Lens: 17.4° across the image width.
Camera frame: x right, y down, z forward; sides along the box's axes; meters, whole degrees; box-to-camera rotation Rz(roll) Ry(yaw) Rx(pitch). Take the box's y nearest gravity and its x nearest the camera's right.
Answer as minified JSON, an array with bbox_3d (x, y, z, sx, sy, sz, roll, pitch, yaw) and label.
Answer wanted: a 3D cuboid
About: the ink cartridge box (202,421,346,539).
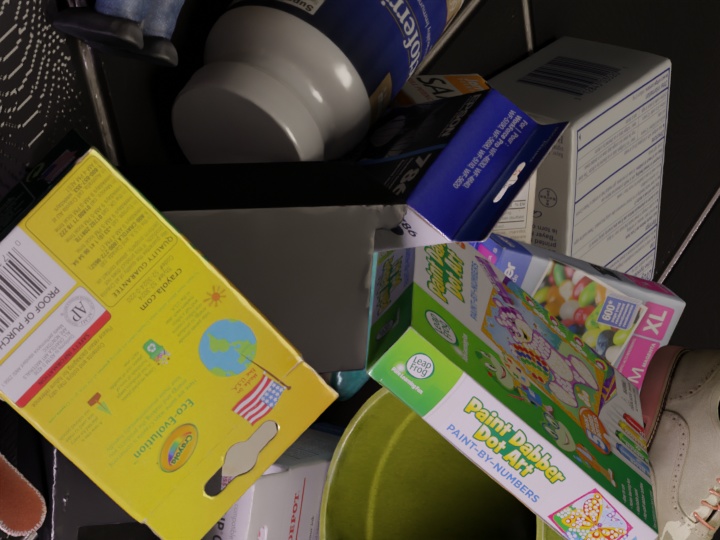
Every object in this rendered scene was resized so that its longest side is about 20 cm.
[{"bbox_3d":[-0.055,0.174,1.601,0.200,0.068,0.116,-5,106,-62],"label":"ink cartridge box"}]

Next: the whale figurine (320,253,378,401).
[{"bbox_3d":[0.000,0.000,1.577,0.159,0.103,0.201,-51,142,-40],"label":"whale figurine"}]

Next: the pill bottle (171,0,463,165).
[{"bbox_3d":[-0.026,-0.139,1.449,0.200,0.115,0.116,-55,147,-34],"label":"pill bottle"}]

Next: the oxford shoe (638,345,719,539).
[{"bbox_3d":[0.211,0.139,1.504,0.071,0.074,0.201,37,58,-50],"label":"oxford shoe"}]

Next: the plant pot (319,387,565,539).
[{"bbox_3d":[0.111,0.173,1.563,0.192,0.200,0.201,7,97,-43],"label":"plant pot"}]

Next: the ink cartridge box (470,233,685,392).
[{"bbox_3d":[0.119,0.046,1.613,0.199,0.042,0.120,17,103,-31],"label":"ink cartridge box"}]

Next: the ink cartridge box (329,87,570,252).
[{"bbox_3d":[0.031,-0.057,1.404,0.039,0.200,0.100,48,63,-22],"label":"ink cartridge box"}]

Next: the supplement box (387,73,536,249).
[{"bbox_3d":[0.065,-0.025,1.656,0.073,0.126,0.201,-4,112,-17],"label":"supplement box"}]

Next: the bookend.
[{"bbox_3d":[-0.087,0.045,1.333,0.199,0.092,0.200,-3,109,-20],"label":"bookend"}]

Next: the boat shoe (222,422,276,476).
[{"bbox_3d":[-0.122,0.049,1.426,0.074,0.063,0.201,-37,134,2],"label":"boat shoe"}]

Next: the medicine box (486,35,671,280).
[{"bbox_3d":[0.157,-0.058,1.849,0.182,0.103,0.201,-34,133,-52],"label":"medicine box"}]

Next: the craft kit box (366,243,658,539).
[{"bbox_3d":[0.091,0.067,1.427,0.049,0.197,0.200,-48,-167,19],"label":"craft kit box"}]

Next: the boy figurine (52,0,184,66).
[{"bbox_3d":[-0.110,-0.219,1.306,0.124,0.064,0.201,17,87,-63],"label":"boy figurine"}]

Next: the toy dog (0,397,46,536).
[{"bbox_3d":[-0.221,0.136,1.236,0.132,0.096,0.201,2,102,-63],"label":"toy dog"}]

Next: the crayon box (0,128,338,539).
[{"bbox_3d":[-0.123,0.041,1.234,0.127,0.051,0.200,-45,114,-3],"label":"crayon box"}]
